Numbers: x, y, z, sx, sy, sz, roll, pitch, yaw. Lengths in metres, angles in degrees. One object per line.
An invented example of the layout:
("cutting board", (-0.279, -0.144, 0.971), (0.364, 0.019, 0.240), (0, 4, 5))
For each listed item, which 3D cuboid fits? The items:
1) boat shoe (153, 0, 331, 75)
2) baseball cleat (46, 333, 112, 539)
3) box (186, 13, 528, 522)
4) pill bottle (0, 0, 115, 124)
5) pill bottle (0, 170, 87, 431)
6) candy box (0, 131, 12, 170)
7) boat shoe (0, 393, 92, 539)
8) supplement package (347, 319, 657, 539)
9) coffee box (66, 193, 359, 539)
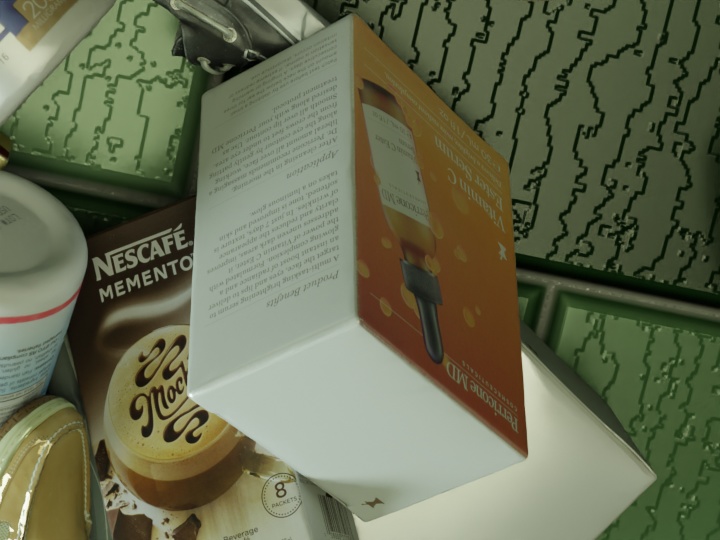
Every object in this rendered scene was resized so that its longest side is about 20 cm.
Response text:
("boat shoe", (-0.076, -0.140, 1.128), (0.200, 0.072, 0.068), (37, 96, -11))
("baseball cleat", (-0.175, 0.125, 1.186), (0.106, 0.070, 0.201), (-15, 102, 5))
("box", (0.000, 0.000, 1.073), (0.106, 0.201, 0.152), (-24, 137, 27))
("pill bottle", (-0.233, -0.173, 1.079), (0.200, 0.111, 0.111), (44, 96, -10))
("pill bottle", (-0.220, 0.052, 1.109), (0.108, 0.109, 0.201), (16, 126, -10))
("candy box", (-0.298, -0.027, 1.140), (0.115, 0.055, 0.200), (39, 97, -14))
("boat shoe", (-0.169, 0.159, 1.121), (0.076, 0.071, 0.201), (37, 132, 27))
("supplement package", (0.050, 0.130, 1.184), (0.120, 0.121, 0.200), (43, 97, -14))
("coffee box", (-0.084, 0.071, 1.116), (0.112, 0.080, 0.201), (-21, 72, 16))
